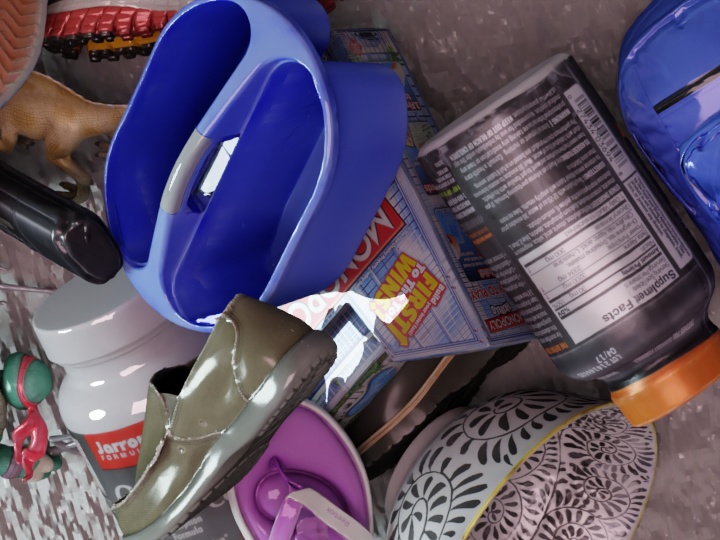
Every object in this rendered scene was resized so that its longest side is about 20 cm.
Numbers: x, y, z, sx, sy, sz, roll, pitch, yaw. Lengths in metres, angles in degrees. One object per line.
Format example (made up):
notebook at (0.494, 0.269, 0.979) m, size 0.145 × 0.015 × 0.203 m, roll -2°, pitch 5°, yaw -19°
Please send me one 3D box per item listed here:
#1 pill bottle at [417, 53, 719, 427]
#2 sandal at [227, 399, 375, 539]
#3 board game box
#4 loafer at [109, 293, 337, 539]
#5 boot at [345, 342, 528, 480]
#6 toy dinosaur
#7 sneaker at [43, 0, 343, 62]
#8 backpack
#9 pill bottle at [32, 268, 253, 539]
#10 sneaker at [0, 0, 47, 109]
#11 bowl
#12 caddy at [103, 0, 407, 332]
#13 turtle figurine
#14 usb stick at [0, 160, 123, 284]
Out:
pill bottle at (0.127, -0.012, 1.612) m, size 0.106 × 0.106 × 0.200 m, roll -33°, pitch 94°, yaw 17°
sandal at (-0.023, 0.167, 1.676) m, size 0.082 × 0.050 × 0.203 m, roll -17°, pitch 108°, yaw -10°
board game box at (0.000, 0.000, 1.669) m, size 0.200 × 0.062 × 0.200 m, roll 52°, pitch 120°, yaw 20°
loafer at (-0.085, 0.080, 1.603) m, size 0.070 × 0.075 × 0.200 m, roll 46°, pitch 127°, yaw 7°
boot at (0.012, 0.031, 1.741) m, size 0.200 × 0.077 × 0.138 m, roll -45°, pitch 77°, yaw 26°
toy dinosaur at (-0.172, -0.087, 1.702) m, size 0.199 × 0.058 × 0.101 m, roll 8°, pitch 148°, yaw 16°
sneaker at (-0.096, -0.177, 1.672) m, size 0.199 × 0.078 × 0.082 m, roll -5°, pitch 79°, yaw 14°
backpack at (0.242, -0.082, 1.609) m, size 0.162 × 0.168 × 0.200 m, roll -32°, pitch 96°, yaw 10°
pill bottle at (-0.110, 0.094, 1.719) m, size 0.116 × 0.116 × 0.200 m, roll -21°, pitch 111°, yaw 15°
sneaker at (-0.224, -0.141, 1.657) m, size 0.071 × 0.200 × 0.080 m, roll 30°, pitch 138°, yaw -17°
bowl at (0.077, 0.141, 1.715) m, size 0.094 × 0.200 × 0.201 m, roll 36°, pitch 112°, yaw 31°
caddy at (-0.066, -0.061, 1.596) m, size 0.141 × 0.105 × 0.200 m, roll 44°, pitch 124°, yaw 26°
turtle figurine at (-0.251, 0.070, 1.772) m, size 0.199 × 0.101 × 0.150 m, roll -8°, pitch 100°, yaw 20°
usb stick at (-0.201, -0.038, 1.688) m, size 0.033 × 0.200 × 0.055 m, roll -49°, pitch 126°, yaw -11°
